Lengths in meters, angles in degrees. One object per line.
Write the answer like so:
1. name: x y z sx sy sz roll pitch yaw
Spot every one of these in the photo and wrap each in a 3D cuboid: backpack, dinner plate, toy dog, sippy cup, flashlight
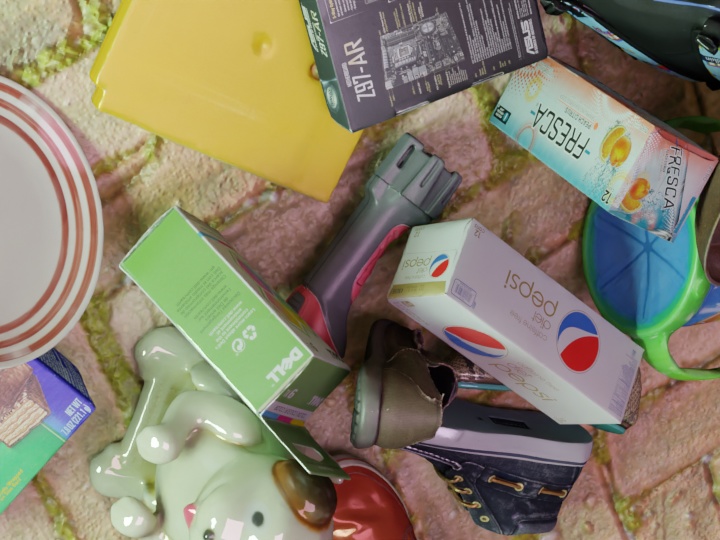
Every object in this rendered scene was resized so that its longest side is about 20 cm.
1. backpack: 0.252 -0.203 1.420 0.199 0.182 0.136 23 87 -50
2. dinner plate: -0.258 -0.034 1.330 0.199 0.024 0.202 8 78 -42
3. toy dog: -0.089 0.161 1.422 0.193 0.200 0.140 26 101 -27
4. sippy cup: 0.260 -0.017 1.531 0.129 0.140 0.179 1 121 -33
5. flashlight: 0.000 0.000 1.471 0.068 0.068 0.201 38 91 5

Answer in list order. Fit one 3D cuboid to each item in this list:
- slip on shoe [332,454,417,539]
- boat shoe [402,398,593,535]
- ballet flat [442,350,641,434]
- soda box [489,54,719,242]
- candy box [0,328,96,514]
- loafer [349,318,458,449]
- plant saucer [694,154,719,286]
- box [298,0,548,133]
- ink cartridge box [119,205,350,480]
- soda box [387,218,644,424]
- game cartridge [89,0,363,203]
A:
1. slip on shoe: 0.017 0.226 1.570 0.074 0.061 0.201 -28 117 -6
2. boat shoe: 0.085 0.154 1.561 0.199 0.071 0.092 12 108 -24
3. ballet flat: 0.141 0.072 1.560 0.199 0.068 0.076 17 83 -32
4. soda box: 0.169 -0.093 1.416 0.063 0.200 0.069 23 102 -28
5. candy box: -0.311 0.085 1.375 0.169 0.077 0.200 -47 118 1
6. loafer: 0.034 0.089 1.439 0.070 0.200 0.074 9 105 3
7. plant saucer: 0.299 -0.078 1.403 0.200 0.034 0.201 -37 154 -22
8. box: 0.033 -0.216 1.370 0.159 0.044 0.202 -22 114 -14
9. ink cartridge box: -0.068 0.051 1.378 0.059 0.200 0.104 -45 164 3
10. soda box: 0.115 0.041 1.460 0.200 0.068 0.064 36 64 -32
11. game cartridge: -0.072 -0.161 1.396 0.199 0.032 0.177 22 102 -25
